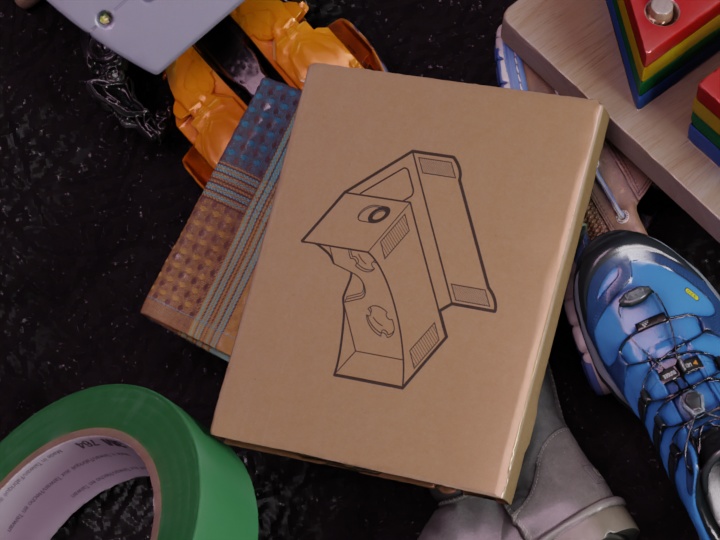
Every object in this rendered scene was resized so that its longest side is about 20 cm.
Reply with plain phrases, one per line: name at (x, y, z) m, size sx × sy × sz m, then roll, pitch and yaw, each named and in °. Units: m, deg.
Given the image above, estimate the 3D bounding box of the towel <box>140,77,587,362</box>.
towel at (0.000, 0.000, 1.348) m, size 0.199 × 0.022 × 0.147 m, roll 25°, pitch 82°, yaw 26°

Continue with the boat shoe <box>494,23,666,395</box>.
boat shoe at (0.123, -0.040, 1.369) m, size 0.072 × 0.072 × 0.201 m, roll -18°, pitch 79°, yaw 5°

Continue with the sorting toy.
sorting toy at (0.208, -0.128, 1.331) m, size 0.200 × 0.070 × 0.199 m, roll -36°, pitch 65°, yaw -20°

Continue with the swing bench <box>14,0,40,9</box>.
swing bench at (-0.155, -0.292, 1.492) m, size 0.199 × 0.130 × 0.200 m, roll -26°, pitch 67°, yaw 6°

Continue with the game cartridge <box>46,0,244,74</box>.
game cartridge at (-0.136, -0.208, 1.389) m, size 0.133 × 0.041 × 0.200 m, roll -40°, pitch 103°, yaw 4°

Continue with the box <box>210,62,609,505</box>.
box at (0.023, 0.003, 1.314) m, size 0.163 × 0.021 × 0.201 m, roll 10°, pitch 78°, yaw 24°

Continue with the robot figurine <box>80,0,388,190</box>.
robot figurine at (-0.061, -0.105, 1.443) m, size 0.145 × 0.058 × 0.200 m, roll -41°, pitch 67°, yaw 0°

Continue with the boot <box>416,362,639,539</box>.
boot at (0.029, 0.086, 1.350) m, size 0.181 × 0.073 × 0.201 m, roll -30°, pitch 70°, yaw 1°

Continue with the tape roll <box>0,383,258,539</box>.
tape roll at (-0.142, 0.156, 1.341) m, size 0.200 × 0.048 × 0.201 m, roll -25°, pitch 46°, yaw 28°

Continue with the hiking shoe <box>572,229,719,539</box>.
hiking shoe at (0.169, 0.067, 1.278) m, size 0.074 × 0.087 × 0.201 m, roll -30°, pitch 89°, yaw -2°
